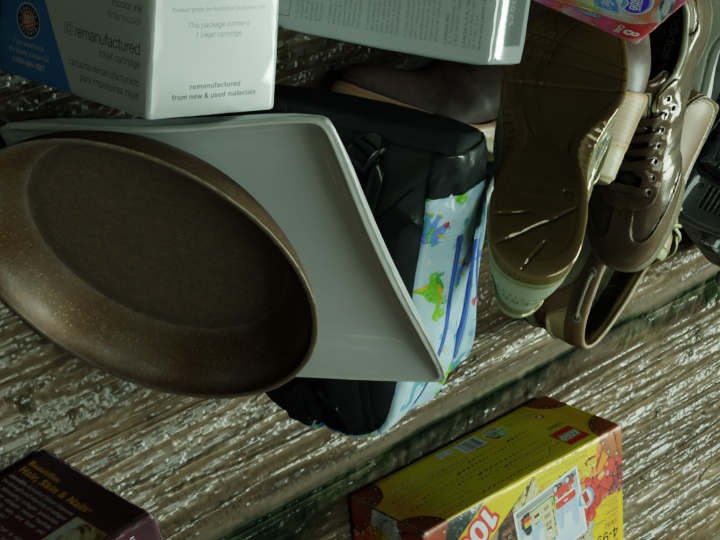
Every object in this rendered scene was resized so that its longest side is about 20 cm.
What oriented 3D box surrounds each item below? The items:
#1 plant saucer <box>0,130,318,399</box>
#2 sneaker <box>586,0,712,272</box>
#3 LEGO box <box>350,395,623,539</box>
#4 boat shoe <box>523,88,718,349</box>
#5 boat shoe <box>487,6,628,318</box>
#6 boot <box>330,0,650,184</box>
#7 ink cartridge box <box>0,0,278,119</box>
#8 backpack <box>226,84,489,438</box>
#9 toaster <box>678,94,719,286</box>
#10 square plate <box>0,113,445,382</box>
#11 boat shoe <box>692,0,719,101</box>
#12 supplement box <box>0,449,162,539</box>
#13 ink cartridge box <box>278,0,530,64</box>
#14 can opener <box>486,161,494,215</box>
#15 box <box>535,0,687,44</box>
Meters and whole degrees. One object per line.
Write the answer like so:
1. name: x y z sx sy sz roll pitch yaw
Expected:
1. plant saucer: -0.111 -0.008 0.967 0.201 0.199 0.037 59 40 -38
2. sneaker: 0.180 -0.100 1.219 0.075 0.070 0.202 8 93 -65
3. LEGO box: 0.093 0.198 1.302 0.199 0.077 0.150 -23 119 -37
4. boat shoe: 0.191 -0.032 1.289 0.075 0.074 0.201 20 106 -48
5. boat shoe: 0.107 -0.069 1.076 0.063 0.073 0.201 102 6 -59
6. boot: 0.088 -0.152 1.153 0.198 0.072 0.168 12 86 -12
7. ink cartridge box: -0.110 -0.189 0.926 0.084 0.144 0.202 -8 110 -41
8. backpack: 0.000 0.000 1.092 0.153 0.162 0.202 -16 117 -58
9. toaster: 0.315 -0.083 1.389 0.201 0.113 0.129 -59 149 -12
10. square plate: -0.068 -0.015 0.992 0.199 0.198 0.029 64 38 -42
11. boat shoe: 0.242 -0.178 1.290 0.060 0.073 0.201 -52 158 -40
12. supplement box: -0.207 0.195 0.988 0.199 0.110 0.086 -33 125 -32
13. ink cartridge box: 0.004 -0.204 1.004 0.050 0.199 0.164 -12 113 -56
14. can opener: 0.053 -0.021 1.213 0.063 0.079 0.202 16 89 -7
15. box: 0.160 -0.245 1.043 0.094 0.103 0.201 22 74 -8
